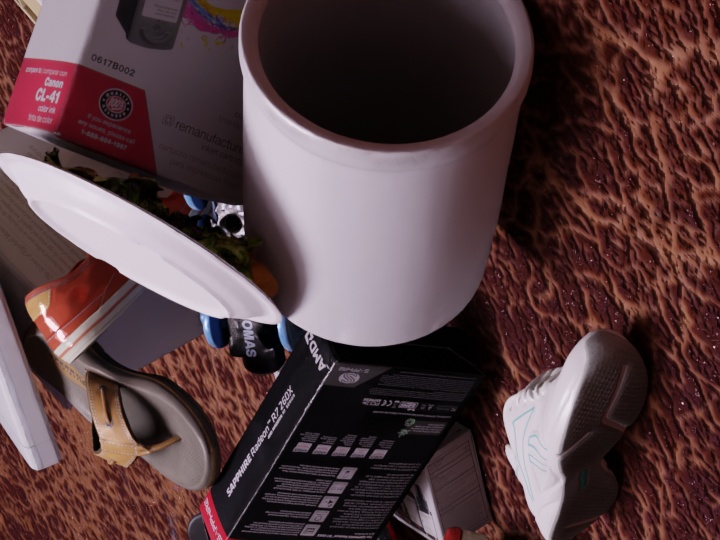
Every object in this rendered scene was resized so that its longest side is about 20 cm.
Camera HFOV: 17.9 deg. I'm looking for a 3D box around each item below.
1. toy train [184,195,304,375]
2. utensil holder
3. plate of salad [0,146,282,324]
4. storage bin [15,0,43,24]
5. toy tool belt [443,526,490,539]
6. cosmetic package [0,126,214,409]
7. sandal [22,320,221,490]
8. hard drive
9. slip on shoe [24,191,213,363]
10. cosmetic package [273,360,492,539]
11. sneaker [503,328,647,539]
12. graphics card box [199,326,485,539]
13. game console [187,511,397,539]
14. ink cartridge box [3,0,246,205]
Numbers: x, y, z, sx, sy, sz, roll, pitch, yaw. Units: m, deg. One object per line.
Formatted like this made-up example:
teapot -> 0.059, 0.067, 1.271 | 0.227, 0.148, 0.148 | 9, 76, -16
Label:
toy train -> -0.070, -0.029, 1.619 | 0.086, 0.114, 0.202 | 2, 115, 20
utensil holder -> 0.008, -0.075, 1.364 | 0.170, 0.169, 0.201 | 49, 154, 25
plate of salad -> -0.130, -0.026, 1.392 | 0.199, 0.048, 0.200 | 28, 170, 5
storage bin -> -0.198, -0.249, 1.674 | 0.200, 0.093, 0.199 | 47, 152, 29
toy tool belt -> 0.103, 0.248, 1.603 | 0.122, 0.126, 0.201 | 14, 146, 1
cosmetic package -> -0.206, -0.028, 1.784 | 0.199, 0.199, 0.124 | 40, 148, 40
sandal -> -0.176, 0.099, 1.610 | 0.199, 0.054, 0.082 | 34, 138, 26
hard drive -> -0.275, 0.036, 1.683 | 0.132, 0.026, 0.202 | -145, 36, -65
slip on shoe -> -0.164, -0.019, 1.628 | 0.061, 0.200, 0.074 | 45, 146, -4
cosmetic package -> 0.013, 0.128, 1.698 | 0.200, 0.050, 0.083 | 27, 137, 52
sneaker -> 0.124, 0.093, 1.428 | 0.080, 0.070, 0.201 | 52, 154, 27
graphics card box -> -0.015, 0.119, 1.565 | 0.201, 0.125, 0.051 | -59, 39, 35
game console -> -0.026, 0.273, 1.763 | 0.172, 0.118, 0.201 | 28, 143, 64
ink cartridge box -> -0.118, -0.159, 1.434 | 0.085, 0.147, 0.202 | 16, 87, 58
